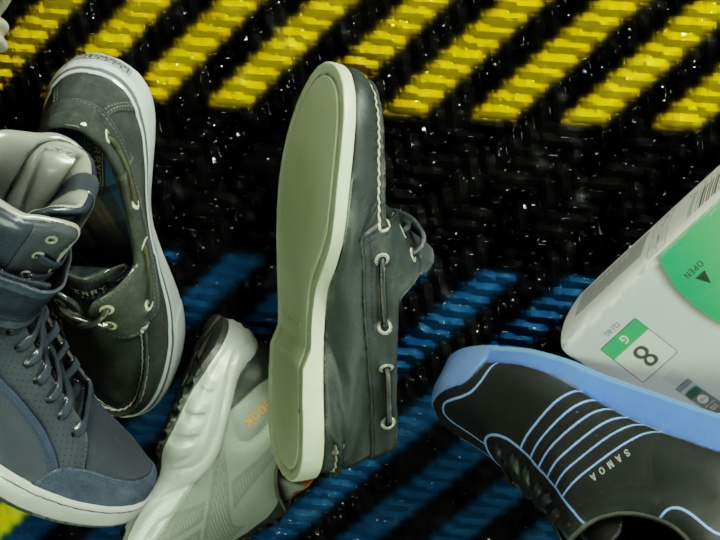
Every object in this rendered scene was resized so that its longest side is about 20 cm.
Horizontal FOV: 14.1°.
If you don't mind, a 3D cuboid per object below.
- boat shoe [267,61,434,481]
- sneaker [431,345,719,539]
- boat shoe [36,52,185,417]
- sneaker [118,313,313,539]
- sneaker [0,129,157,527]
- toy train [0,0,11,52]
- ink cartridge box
[{"bbox_3d":[0.001,0.001,1.334,0.066,0.074,0.200,-2,106,-21],"label":"boat shoe"},{"bbox_3d":[0.101,0.092,1.316,0.200,0.078,0.070,15,152,41],"label":"sneaker"},{"bbox_3d":[-0.127,-0.006,1.375,0.068,0.057,0.200,6,125,13],"label":"boat shoe"},{"bbox_3d":[-0.072,0.115,1.435,0.079,0.074,0.200,22,127,-5],"label":"sneaker"},{"bbox_3d":[-0.141,0.025,1.318,0.202,0.077,0.146,36,116,-25],"label":"sneaker"},{"bbox_3d":[-0.230,-0.061,1.298,0.085,0.116,0.200,47,144,-5],"label":"toy train"},{"bbox_3d":[0.215,0.037,1.306,0.200,0.050,0.161,39,126,-8],"label":"ink cartridge box"}]
